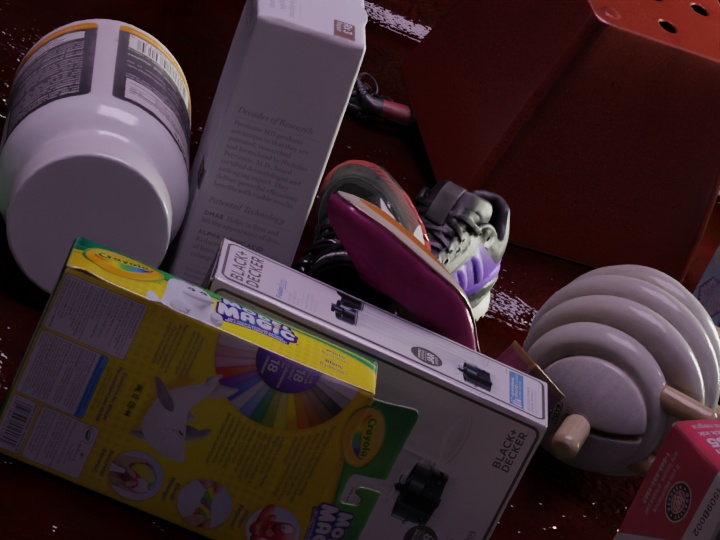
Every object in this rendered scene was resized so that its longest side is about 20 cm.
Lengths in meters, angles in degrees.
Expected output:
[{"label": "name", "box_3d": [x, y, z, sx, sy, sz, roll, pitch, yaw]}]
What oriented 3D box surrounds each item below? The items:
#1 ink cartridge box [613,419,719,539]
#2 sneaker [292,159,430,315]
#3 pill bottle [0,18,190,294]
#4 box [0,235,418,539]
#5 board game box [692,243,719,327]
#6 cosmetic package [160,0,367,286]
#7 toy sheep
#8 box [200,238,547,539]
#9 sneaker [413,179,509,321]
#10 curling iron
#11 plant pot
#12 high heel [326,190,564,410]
[{"label": "ink cartridge box", "box_3d": [0.217, 0.195, 1.567, 0.082, 0.147, 0.200, 7, 28, -37]}, {"label": "sneaker", "box_3d": [0.000, 0.000, 1.758, 0.098, 0.070, 0.201, 62, 18, -47]}, {"label": "pill bottle", "box_3d": [-0.158, -0.065, 1.779, 0.116, 0.117, 0.200, 21, 23, -12]}, {"label": "box", "box_3d": [-0.079, 0.074, 1.551, 0.199, 0.118, 0.048, 24, 22, -6]}, {"label": "board game box", "box_3d": [0.357, -0.032, 2.167, 0.199, 0.200, 0.041, 7, 28, -38]}, {"label": "cosmetic package", "box_3d": [-0.059, -0.072, 1.782, 0.074, 0.201, 0.102, 15, 22, -8]}, {"label": "toy sheep", "box_3d": [0.160, 0.065, 1.829, 0.137, 0.138, 0.200, 30, 28, 9]}, {"label": "box", "box_3d": [-0.010, 0.078, 1.621, 0.199, 0.117, 0.060, 23, 22, -6]}, {"label": "sneaker", "box_3d": [0.035, -0.009, 1.885, 0.069, 0.100, 0.200, 33, 26, 18]}, {"label": "curling iron", "box_3d": [0.074, -0.109, 2.258, 0.199, 0.026, 0.050, 16, 27, -25]}, {"label": "plant pot", "box_3d": [0.170, -0.135, 2.179, 0.199, 0.177, 0.200, 15, 34, -25]}, {"label": "high heel", "box_3d": [0.024, 0.043, 1.668, 0.200, 0.096, 0.067, 45, 3, -36]}]
